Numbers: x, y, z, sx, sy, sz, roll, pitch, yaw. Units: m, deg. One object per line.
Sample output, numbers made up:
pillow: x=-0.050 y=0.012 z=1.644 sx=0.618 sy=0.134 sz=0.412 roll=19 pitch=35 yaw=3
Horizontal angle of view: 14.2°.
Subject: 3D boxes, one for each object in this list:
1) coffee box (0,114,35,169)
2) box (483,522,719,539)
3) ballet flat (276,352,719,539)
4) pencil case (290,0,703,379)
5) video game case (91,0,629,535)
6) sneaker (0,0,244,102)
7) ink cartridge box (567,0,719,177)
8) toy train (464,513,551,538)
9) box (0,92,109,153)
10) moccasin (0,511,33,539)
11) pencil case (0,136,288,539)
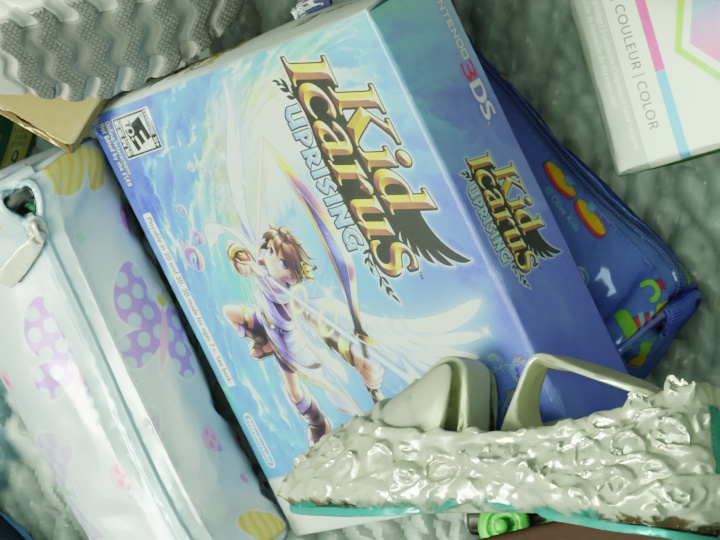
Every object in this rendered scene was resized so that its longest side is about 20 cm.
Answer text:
coffee box: x=-0.247 y=-0.088 z=1.229 sx=0.200 sy=0.123 sz=0.044 roll=22 pitch=99 yaw=16
box: x=0.123 y=0.137 z=1.090 sx=0.200 sy=0.075 sz=0.100 roll=-16 pitch=75 yaw=15
ballet flat: x=0.056 y=0.062 z=1.052 sx=0.200 sy=0.072 sz=0.072 roll=0 pitch=96 yaw=40
pencil case: x=0.052 y=-0.035 z=1.156 sx=0.200 sy=0.078 sz=0.087 roll=50 pitch=131 yaw=6
video game case: x=0.000 y=0.000 z=1.134 sx=0.181 sy=0.045 sz=0.200 roll=-16 pitch=104 yaw=47
sneaker: x=-0.144 y=-0.113 z=1.123 sx=0.200 sy=0.075 sz=0.082 roll=-8 pitch=60 yaw=-7
ink cartridge box: x=0.183 y=-0.113 z=1.114 sx=0.200 sy=0.059 sz=0.104 roll=-16 pitch=89 yaw=19
toy train: x=0.138 y=0.088 z=1.163 sx=0.200 sy=0.042 sz=0.056 roll=0 pitch=86 yaw=18
box: x=-0.133 y=-0.169 z=1.189 sx=0.163 sy=0.021 sz=0.200 roll=29 pitch=77 yaw=12
moccasin: x=-0.204 y=0.120 z=1.262 sx=0.200 sy=0.068 sz=0.080 roll=45 pitch=107 yaw=7
pencil case: x=-0.104 y=0.043 z=1.199 sx=0.083 sy=0.091 sz=0.200 roll=-28 pitch=99 yaw=-20
